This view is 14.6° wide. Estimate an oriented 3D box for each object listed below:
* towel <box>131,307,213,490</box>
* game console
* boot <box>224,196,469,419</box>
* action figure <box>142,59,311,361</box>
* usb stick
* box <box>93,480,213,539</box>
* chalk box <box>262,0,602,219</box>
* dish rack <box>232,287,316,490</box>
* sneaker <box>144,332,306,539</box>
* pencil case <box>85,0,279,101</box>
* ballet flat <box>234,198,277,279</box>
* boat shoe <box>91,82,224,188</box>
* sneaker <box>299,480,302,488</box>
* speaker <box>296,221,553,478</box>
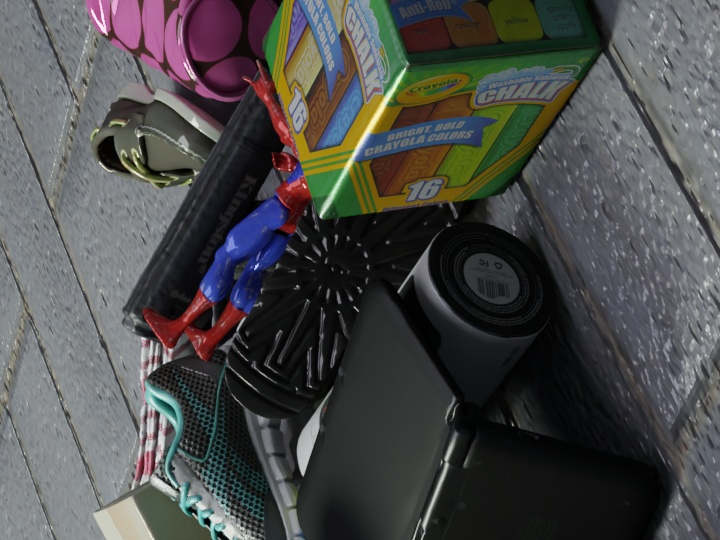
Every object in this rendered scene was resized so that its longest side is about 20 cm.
[{"bbox_3d":[-0.136,0.106,1.981,0.146,0.030,0.202,-44,-40,-78],"label":"towel"},{"bbox_3d":[0.061,0.128,1.572,0.117,0.175,0.201,-80,6,-50],"label":"game console"},{"bbox_3d":[-0.002,-0.001,1.714,0.079,0.211,0.158,41,-172,7],"label":"boot"},{"bbox_3d":[-0.066,-0.048,1.786,0.200,0.065,0.099,-45,57,17],"label":"action figure"},{"bbox_3d":[-0.093,-0.045,1.829,0.033,0.055,0.201,32,95,23],"label":"usb stick"},{"bbox_3d":[-0.085,0.223,1.871,0.201,0.095,0.078,61,151,-1],"label":"box"},{"bbox_3d":[0.043,-0.136,1.531,0.200,0.124,0.125,121,135,-55],"label":"chalk box"},{"bbox_3d":[-0.062,0.114,1.920,0.200,0.043,0.173,119,136,-54],"label":"dish rack"},{"bbox_3d":[-0.089,0.140,1.807,0.078,0.091,0.201,102,156,-62],"label":"sneaker"},{"bbox_3d":[-0.124,-0.182,1.924,0.094,0.091,0.200,52,167,-29],"label":"pencil case"},{"bbox_3d":[-0.079,-0.014,1.916,0.067,0.057,0.200,-64,17,-10],"label":"ballet flat"},{"bbox_3d":[-0.138,-0.087,1.963,0.060,0.072,0.202,-53,20,-6],"label":"boat shoe"},{"bbox_3d":[0.034,0.172,1.719,0.200,0.066,0.079,20,136,59],"label":"sneaker"},{"bbox_3d":[0.035,0.062,1.627,0.200,0.081,0.082,-56,47,46],"label":"speaker"}]
